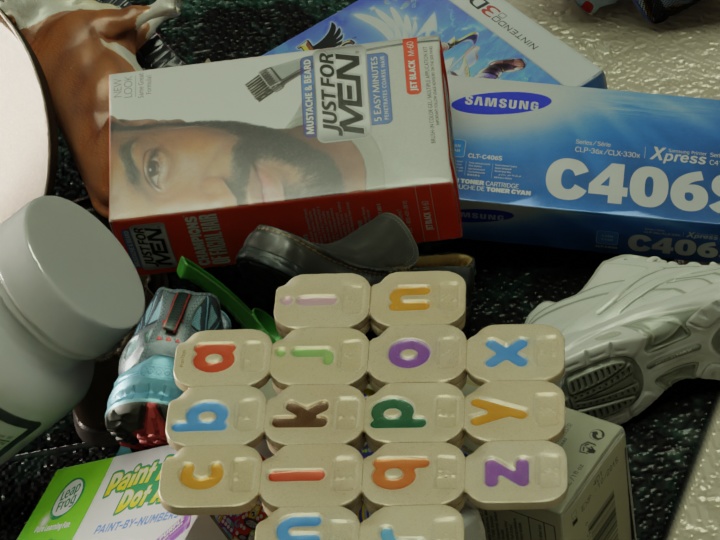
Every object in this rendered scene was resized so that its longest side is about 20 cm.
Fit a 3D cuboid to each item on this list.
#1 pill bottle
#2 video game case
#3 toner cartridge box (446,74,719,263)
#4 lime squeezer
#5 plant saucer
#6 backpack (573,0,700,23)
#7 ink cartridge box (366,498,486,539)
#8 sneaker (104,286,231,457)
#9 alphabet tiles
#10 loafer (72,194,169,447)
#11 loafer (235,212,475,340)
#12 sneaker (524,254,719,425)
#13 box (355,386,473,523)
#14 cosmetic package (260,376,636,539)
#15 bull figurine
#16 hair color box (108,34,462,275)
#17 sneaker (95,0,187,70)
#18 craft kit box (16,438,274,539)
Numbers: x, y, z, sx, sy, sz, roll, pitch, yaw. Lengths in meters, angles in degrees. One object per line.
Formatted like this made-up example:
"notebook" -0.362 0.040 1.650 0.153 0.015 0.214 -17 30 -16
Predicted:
"pill bottle" -0.220 0.050 1.413 0.200 0.120 0.120 -38 37 24
"video game case" 0.028 -0.108 1.636 0.200 0.046 0.181 -32 46 -19
"toner cartridge box" 0.142 -0.061 1.525 0.199 0.043 0.095 5 56 5
"lime squeezer" -0.028 0.021 1.503 0.200 0.071 0.038 1 22 -30
"plant saucer" -0.257 -0.084 1.598 0.200 0.201 0.032 25 21 33
"backpack" 0.175 -0.279 1.674 0.154 0.191 0.200 -20 41 16
"ink cartridge box" -0.012 0.218 1.221 0.200 0.161 0.050 -40 47 -26
"sneaker" -0.089 0.063 1.380 0.079 0.200 0.096 11 74 0
"alphabet tiles" 0.003 0.074 1.230 0.195 0.015 0.200 -2 44 4
"loafer" -0.153 0.015 1.531 0.073 0.071 0.200 -15 43 -2
"loafer" 0.000 0.000 1.416 0.073 0.200 0.072 20 86 32
"sneaker" 0.182 0.018 1.447 0.199 0.078 0.099 -15 40 -4
"box" -0.020 0.162 1.277 0.070 0.064 0.200 36 98 37
"cosmetic package" 0.044 0.110 1.363 0.200 0.105 0.071 19 50 28
"bull figurine" -0.157 -0.123 1.595 0.121 0.065 0.200 -28 68 0
"hair color box" -0.045 -0.068 1.482 0.199 0.064 0.111 -8 56 5
"sneaker" -0.139 -0.112 1.668 0.070 0.082 0.200 -32 69 -3
"craft kit box" -0.138 0.180 1.281 0.200 0.049 0.198 -17 35 52
